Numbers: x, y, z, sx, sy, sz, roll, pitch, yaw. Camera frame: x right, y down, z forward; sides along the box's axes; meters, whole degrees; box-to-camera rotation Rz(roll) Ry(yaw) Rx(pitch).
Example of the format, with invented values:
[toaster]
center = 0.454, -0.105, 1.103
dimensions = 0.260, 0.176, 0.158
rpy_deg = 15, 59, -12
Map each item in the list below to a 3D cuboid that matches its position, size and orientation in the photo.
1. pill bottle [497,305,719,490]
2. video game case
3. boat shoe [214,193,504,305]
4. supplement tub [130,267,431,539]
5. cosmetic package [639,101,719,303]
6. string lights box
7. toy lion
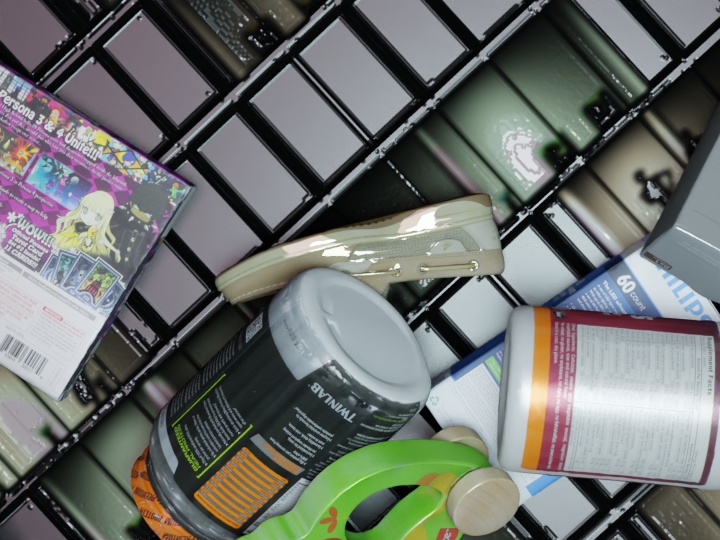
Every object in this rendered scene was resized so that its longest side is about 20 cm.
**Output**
[pill bottle]
center = 0.191, 0.084, 1.243
dimensions = 0.199, 0.110, 0.110
rpy_deg = 5, 93, 1
[video game case]
center = -0.246, -0.036, 1.358
dimensions = 0.200, 0.036, 0.182
rpy_deg = 32, 94, 1
[boat shoe]
center = 0.000, 0.000, 1.330
dimensions = 0.199, 0.072, 0.065
rpy_deg = -14, 91, -1
[supplement tub]
center = -0.058, 0.102, 1.293
dimensions = 0.123, 0.123, 0.200
rpy_deg = 47, 116, 0
[cosmetic package]
center = 0.279, -0.074, 1.272
dimensions = 0.107, 0.090, 0.200
rpy_deg = 28, 72, 0
[string lights box]
center = 0.152, 0.069, 1.328
dimensions = 0.200, 0.059, 0.103
rpy_deg = -34, 91, 5
[toy lion]
center = -0.013, 0.199, 1.268
dimensions = 0.191, 0.069, 0.200
rpy_deg = 3, 120, -29
